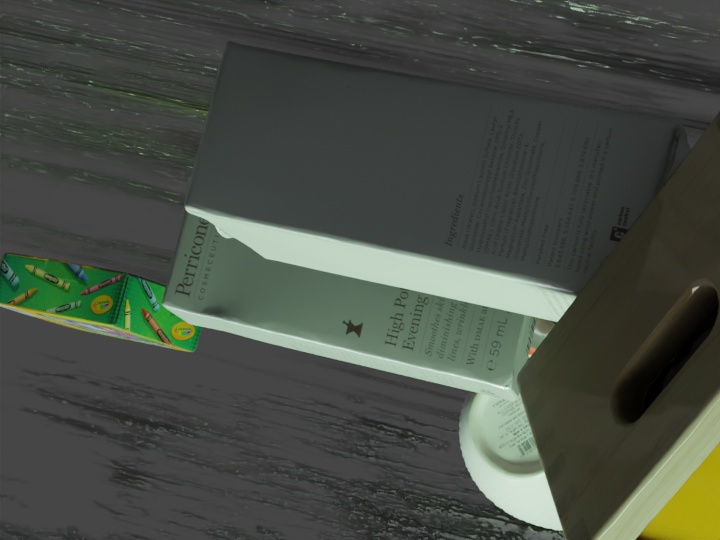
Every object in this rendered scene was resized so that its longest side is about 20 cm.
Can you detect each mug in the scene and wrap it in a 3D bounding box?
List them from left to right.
[{"bbox_3d":[0.176,0.120,1.656,0.200,0.148,0.175,-22,163,16],"label":"mug"}]

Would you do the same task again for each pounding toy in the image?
[{"bbox_3d":[0.176,0.075,0.792,0.184,0.200,0.142,18,-145,-26],"label":"pounding toy"}]

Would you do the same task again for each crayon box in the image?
[{"bbox_3d":[-0.271,0.032,2.171,0.200,0.058,0.119,8,171,41],"label":"crayon box"}]

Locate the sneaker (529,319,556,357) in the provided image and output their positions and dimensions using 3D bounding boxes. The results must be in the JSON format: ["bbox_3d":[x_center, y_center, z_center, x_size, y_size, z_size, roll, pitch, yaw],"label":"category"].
[{"bbox_3d":[0.093,0.011,1.278,0.200,0.077,0.082,11,145,24],"label":"sneaker"}]

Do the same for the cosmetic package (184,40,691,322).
[{"bbox_3d":[0.039,-0.032,0.901,0.200,0.081,0.113,14,173,16],"label":"cosmetic package"}]

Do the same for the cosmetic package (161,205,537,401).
[{"bbox_3d":[0.000,0.000,1.160,0.200,0.102,0.074,12,172,9],"label":"cosmetic package"}]
